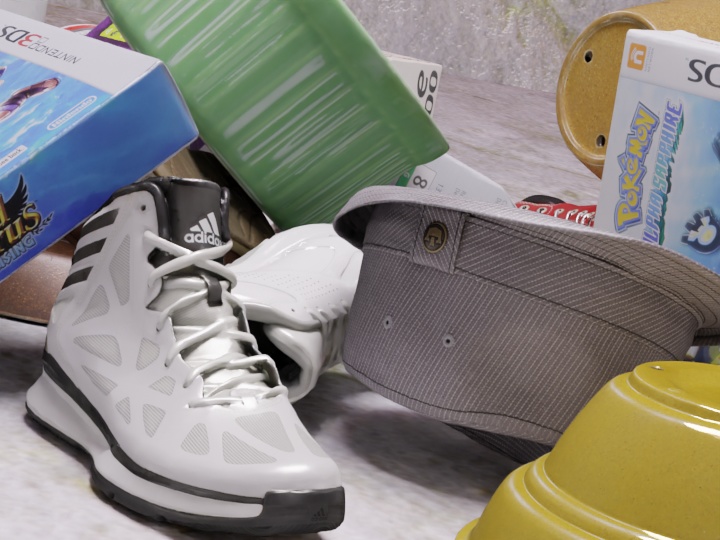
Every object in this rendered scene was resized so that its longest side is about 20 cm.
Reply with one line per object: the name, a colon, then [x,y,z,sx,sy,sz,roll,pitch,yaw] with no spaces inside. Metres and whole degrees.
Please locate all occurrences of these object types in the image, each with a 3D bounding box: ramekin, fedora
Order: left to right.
ramekin: [-0.051,-0.113,1.095,0.201,0.097,0.200,52,3,-4]
fedora: [0.068,0.033,0.914,0.199,0.091,0.177,15,-10,30]

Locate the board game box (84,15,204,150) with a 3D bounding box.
board game box: [-0.135,-0.100,1.220,0.119,0.033,0.200,13,43,33]

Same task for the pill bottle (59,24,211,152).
pill bottle: [-0.146,-0.083,1.331,0.115,0.117,0.200,4,15,-32]

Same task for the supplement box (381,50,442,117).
supplement box: [-0.045,-0.118,1.608,0.199,0.127,0.073,18,11,35]

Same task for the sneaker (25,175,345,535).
sneaker: [-0.069,0.026,0.814,0.075,0.117,0.200,3,13,-37]

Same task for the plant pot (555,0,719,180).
plant pot: [0.220,-0.093,1.280,0.199,0.188,0.186,9,9,-38]

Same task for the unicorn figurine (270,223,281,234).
unicorn figurine: [0.000,0.000,1.193,0.199,0.074,0.137,27,4,12]

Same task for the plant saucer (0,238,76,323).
plant saucer: [-0.153,-0.005,1.143,0.198,0.035,0.200,10,11,-2]

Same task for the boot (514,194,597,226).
boot: [0.150,-0.019,1.424,0.143,0.073,0.200,12,3,16]

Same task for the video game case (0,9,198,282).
video game case: [-0.200,-0.039,0.933,0.200,0.046,0.181,-38,32,-22]

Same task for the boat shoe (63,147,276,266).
boat shoe: [-0.090,-0.018,1.042,0.072,0.067,0.200,61,10,24]

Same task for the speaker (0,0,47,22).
speaker: [-0.232,-0.126,1.242,0.080,0.202,0.081,10,9,-2]

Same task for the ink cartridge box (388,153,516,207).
ink cartridge box: [0.070,-0.033,1.268,0.199,0.050,0.161,26,2,-19]

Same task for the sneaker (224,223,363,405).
sneaker: [-0.037,0.033,0.973,0.199,0.079,0.099,-9,28,-39]

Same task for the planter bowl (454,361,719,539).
planter bowl: [0.139,0.085,0.788,0.198,0.084,0.200,9,11,-2]

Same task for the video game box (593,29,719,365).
video game box: [0.181,0.000,0.964,0.046,0.202,0.182,1,13,-36]
